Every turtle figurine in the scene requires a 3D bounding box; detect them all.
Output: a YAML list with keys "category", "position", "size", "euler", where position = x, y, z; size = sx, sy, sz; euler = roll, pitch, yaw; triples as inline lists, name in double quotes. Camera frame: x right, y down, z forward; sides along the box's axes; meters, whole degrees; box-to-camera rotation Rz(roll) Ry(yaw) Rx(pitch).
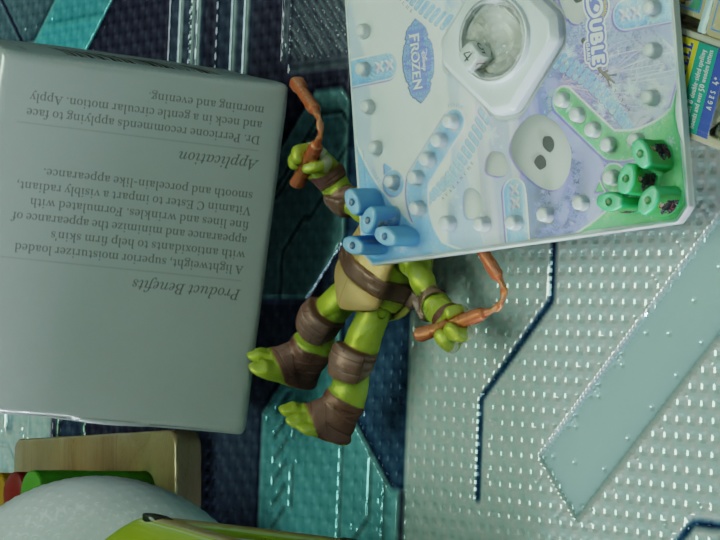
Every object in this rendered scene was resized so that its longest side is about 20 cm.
- category: "turtle figurine"
  position: [0.000, 0.000, 1.228]
  size: [0.200, 0.064, 0.161]
  euler: [46, 117, 34]

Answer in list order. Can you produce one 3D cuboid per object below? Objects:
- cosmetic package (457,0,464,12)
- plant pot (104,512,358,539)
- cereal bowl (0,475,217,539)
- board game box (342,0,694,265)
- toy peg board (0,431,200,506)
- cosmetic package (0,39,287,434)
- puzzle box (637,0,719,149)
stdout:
- category: "cosmetic package"
  position: [0.085, -0.222, 1.151]
  size: [0.083, 0.051, 0.200]
  euler: [50, 125, 43]
- category: "plant pot"
  position: [-0.036, 0.226, 1.157]
  size: [0.199, 0.200, 0.182]
  euler: [8, 87, 53]
- category: "cereal bowl"
  position: [-0.149, 0.214, 1.292]
  size: [0.083, 0.200, 0.200]
  euler: [75, -165, -85]
- category: "board game box"
  position: [0.064, -0.112, 1.111]
  size: [0.200, 0.026, 0.200]
  euler: [-8, 84, 42]
- category: "toy peg board"
  position: [-0.193, 0.202, 1.428]
  size: [0.199, 0.098, 0.200]
  euler: [-8, 80, 52]
- category: "cosmetic package"
  position: [-0.150, -0.023, 1.317]
  size: [0.165, 0.165, 0.200]
  euler: [-155, 73, -70]
- category: "puzzle box"
  position: [0.175, -0.157, 1.047]
  size: [0.133, 0.025, 0.200]
  euler: [29, 110, 51]
